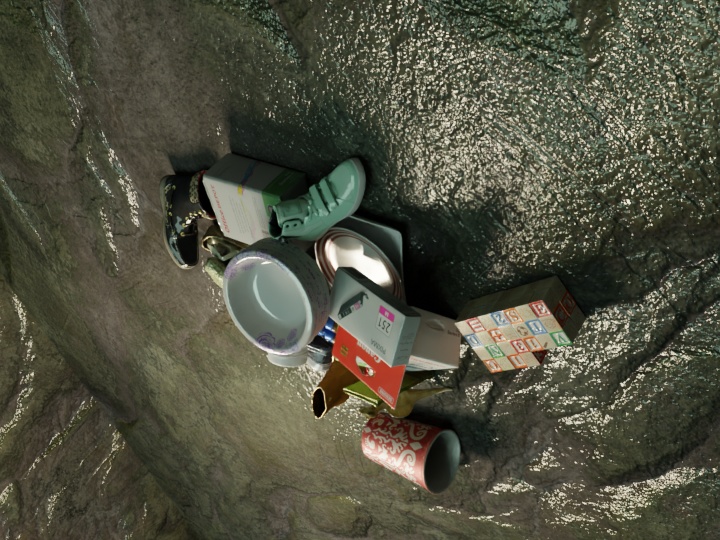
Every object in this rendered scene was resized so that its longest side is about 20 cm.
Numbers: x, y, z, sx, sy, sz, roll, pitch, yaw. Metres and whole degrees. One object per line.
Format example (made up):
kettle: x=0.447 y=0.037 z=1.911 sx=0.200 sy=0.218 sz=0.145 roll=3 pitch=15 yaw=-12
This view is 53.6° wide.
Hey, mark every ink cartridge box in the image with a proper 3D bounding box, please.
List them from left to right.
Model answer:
ink cartridge box: x=-0.186 y=-0.122 z=1.343 sx=0.196 sy=0.088 sz=0.148 roll=16 pitch=138 yaw=30
ink cartridge box: x=0.008 y=0.113 z=1.227 sx=0.199 sy=0.043 sz=0.178 roll=34 pitch=115 yaw=46
ink cartridge box: x=0.068 y=0.130 z=1.307 sx=0.143 sy=0.087 sz=0.198 roll=17 pitch=161 yaw=-35

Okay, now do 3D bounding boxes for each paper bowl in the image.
paper bowl: x=-0.142 y=0.039 z=1.283 sx=0.196 sy=0.104 sz=0.206 roll=14 pitch=119 yaw=25

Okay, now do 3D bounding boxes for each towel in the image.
towel: x=-0.284 y=0.039 z=1.611 sx=0.147 sy=0.037 sz=0.200 roll=39 pitch=167 yaw=2
towel: x=0.058 y=0.218 z=1.384 sx=0.084 sy=0.198 sz=0.019 roll=12 pitch=106 yaw=35

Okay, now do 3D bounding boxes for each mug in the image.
mug: x=0.113 y=0.411 z=1.586 sx=0.197 sy=0.133 sz=0.181 roll=9 pitch=133 yaw=43

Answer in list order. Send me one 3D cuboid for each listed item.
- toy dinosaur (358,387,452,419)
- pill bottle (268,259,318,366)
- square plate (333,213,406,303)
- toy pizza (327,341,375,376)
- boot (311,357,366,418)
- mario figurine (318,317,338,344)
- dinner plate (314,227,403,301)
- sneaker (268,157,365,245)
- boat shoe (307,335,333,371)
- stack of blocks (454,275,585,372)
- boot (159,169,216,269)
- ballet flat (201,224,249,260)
toy dinosaur: x=0.085 y=0.255 z=1.469 sx=0.059 sy=0.194 sz=0.103 roll=81 pitch=172 yaw=-47
pill bottle: x=-0.137 y=0.080 z=1.419 sx=0.107 sy=0.108 sz=0.206 roll=14 pitch=105 yaw=34
square plate: x=0.002 y=-0.030 z=1.304 sx=0.196 sy=0.029 sz=0.201 roll=22 pitch=140 yaw=27
toy pizza: x=0.002 y=0.222 z=1.576 sx=0.197 sy=0.032 sz=0.203 roll=27 pitch=143 yaw=22
boot: x=-0.037 y=0.202 z=1.460 sx=0.070 sy=0.143 sz=0.206 roll=27 pitch=125 yaw=23
mario figurine: x=-0.118 y=0.075 z=1.523 sx=0.195 sy=0.106 sz=0.127 roll=21 pitch=106 yaw=12
dinner plate: x=0.000 y=0.000 z=1.294 sx=0.197 sy=0.024 sz=0.203 roll=26 pitch=142 yaw=22
sneaker: x=-0.077 y=-0.110 z=1.186 sx=0.200 sy=0.116 sz=0.075 roll=-45 pitch=65 yaw=40
boat shoe: x=-0.137 y=0.146 z=1.603 sx=0.198 sy=0.071 sz=0.069 roll=34 pitch=124 yaw=32
stack of blocks: x=0.260 y=0.091 z=1.148 sx=0.116 sy=0.059 sz=0.198 roll=50 pitch=145 yaw=-12
boot: x=-0.350 y=-0.109 z=1.496 sx=0.148 sy=0.072 sz=0.206 roll=-6 pitch=93 yaw=43
ballet flat: x=-0.264 y=-0.037 z=1.534 sx=0.196 sy=0.065 sz=0.072 roll=21 pitch=141 yaw=28
